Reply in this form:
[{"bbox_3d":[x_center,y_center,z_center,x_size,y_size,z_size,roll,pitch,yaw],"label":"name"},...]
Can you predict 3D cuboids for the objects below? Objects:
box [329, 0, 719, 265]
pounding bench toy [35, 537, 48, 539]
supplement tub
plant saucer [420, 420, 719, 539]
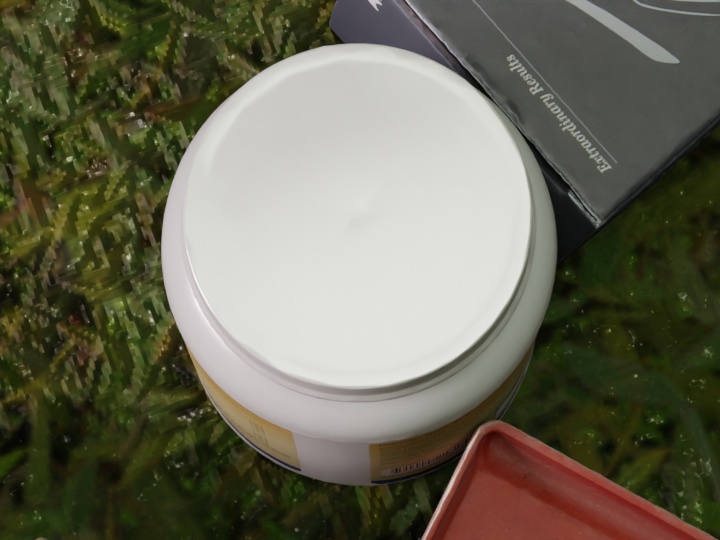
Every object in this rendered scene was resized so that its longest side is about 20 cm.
[{"bbox_3d":[0.109,-0.122,1.115,0.200,0.104,0.148,-40,87,-13],"label":"box"},{"bbox_3d":[-0.162,0.139,0.979,0.155,0.125,0.200,16,44,21],"label":"pounding bench toy"},{"bbox_3d":[0.000,0.000,1.018,0.144,0.200,0.145,0,79,0],"label":"supplement tub"},{"bbox_3d":[0.079,0.187,1.054,0.199,0.037,0.201,29,84,-18],"label":"plant saucer"}]
